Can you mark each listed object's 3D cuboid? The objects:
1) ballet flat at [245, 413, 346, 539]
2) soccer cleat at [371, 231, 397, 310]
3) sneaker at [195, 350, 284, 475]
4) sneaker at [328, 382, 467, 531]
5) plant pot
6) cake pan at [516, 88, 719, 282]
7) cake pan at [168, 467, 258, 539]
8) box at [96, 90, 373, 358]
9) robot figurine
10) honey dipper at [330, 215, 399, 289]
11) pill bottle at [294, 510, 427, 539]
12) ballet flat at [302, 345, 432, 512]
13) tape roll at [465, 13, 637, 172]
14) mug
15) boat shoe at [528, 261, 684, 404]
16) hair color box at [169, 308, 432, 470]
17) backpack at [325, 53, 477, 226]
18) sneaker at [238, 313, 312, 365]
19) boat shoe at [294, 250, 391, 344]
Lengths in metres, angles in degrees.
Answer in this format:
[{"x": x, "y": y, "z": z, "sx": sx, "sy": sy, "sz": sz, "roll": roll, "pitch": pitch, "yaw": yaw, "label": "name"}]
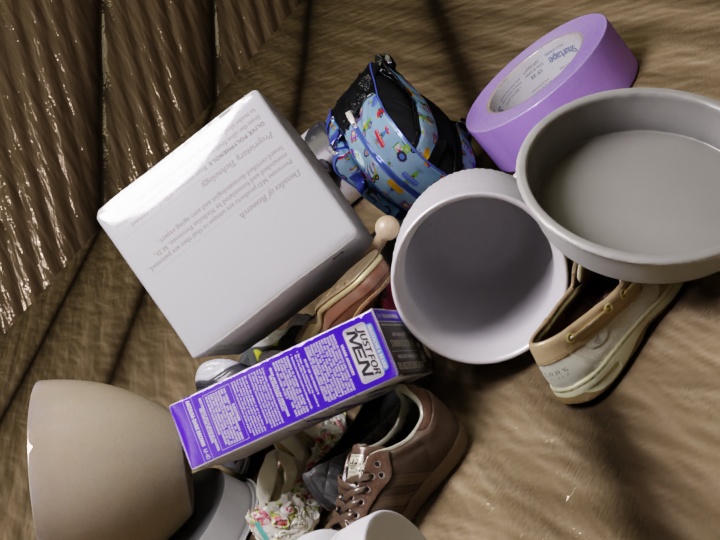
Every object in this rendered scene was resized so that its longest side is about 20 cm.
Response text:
[{"x": -0.057, "y": 0.177, "z": 1.044, "sx": 0.075, "sy": 0.064, "sz": 0.200, "roll": -34, "pitch": 20, "yaw": 25, "label": "ballet flat"}, {"x": 0.026, "y": 0.029, "z": 1.218, "sx": 0.087, "sy": 0.069, "sz": 0.200, "roll": -60, "pitch": 14, "yaw": 22, "label": "soccer cleat"}, {"x": -0.104, "y": 0.149, "z": 1.158, "sx": 0.199, "sy": 0.075, "sz": 0.115, "roll": -9, "pitch": 59, "yaw": 44, "label": "sneaker"}, {"x": 0.005, "y": 0.178, "z": 0.895, "sx": 0.070, "sy": 0.076, "sz": 0.200, "roll": -14, "pitch": 34, "yaw": 55, "label": "sneaker"}, {"x": -0.232, "y": 0.197, "z": 1.095, "sx": 0.133, "sy": 0.202, "sz": 0.200, "roll": -7, "pitch": 18, "yaw": -7, "label": "plant pot"}, {"x": 0.219, "y": -0.065, "z": 0.866, "sx": 0.198, "sy": 0.037, "sz": 0.201, "roll": -4, "pitch": 45, "yaw": 4, "label": "cake pan"}, {"x": -0.186, "y": 0.275, "z": 1.134, "sx": 0.200, "sy": 0.037, "sz": 0.201, "roll": -37, "pitch": 19, "yaw": 16, "label": "cake pan"}, {"x": -0.112, "y": -0.037, "z": 1.129, "sx": 0.200, "sy": 0.172, "sz": 0.199, "roll": -37, "pitch": -7, "yaw": 3, "label": "box"}, {"x": -0.064, "y": -0.134, "z": 1.636, "sx": 0.200, "sy": 0.150, "sz": 0.125, "roll": -40, "pitch": 54, "yaw": 6, "label": "robot figurine"}, {"x": 0.000, "y": 0.000, "z": 1.100, "sx": 0.038, "sy": 0.038, "sz": 0.200, "roll": -54, "pitch": -4, "yaw": -31, "label": "honey dipper"}, {"x": -0.042, "y": 0.249, "z": 0.779, "sx": 0.199, "sy": 0.113, "sz": 0.113, "roll": -33, "pitch": 21, "yaw": 25, "label": "pill bottle"}, {"x": 0.013, "y": 0.129, "z": 1.015, "sx": 0.066, "sy": 0.057, "sz": 0.201, "roll": -23, "pitch": 27, "yaw": 44, "label": "ballet flat"}, {"x": 0.219, "y": -0.206, "z": 1.313, "sx": 0.200, "sy": 0.066, "sz": 0.200, "roll": -38, "pitch": 19, "yaw": 16, "label": "tape roll"}, {"x": 0.121, "y": -0.036, "z": 1.000, "sx": 0.200, "sy": 0.147, "sz": 0.175, "roll": -50, "pitch": 6, "yaw": 16, "label": "mug"}, {"x": 0.198, "y": 0.009, "z": 0.882, "sx": 0.074, "sy": 0.066, "sz": 0.200, "roll": -14, "pitch": 34, "yaw": 55, "label": "boat shoe"}, {"x": -0.048, "y": 0.100, "z": 0.965, "sx": 0.199, "sy": 0.065, "sz": 0.109, "roll": -24, "pitch": -10, "yaw": 15, "label": "hair color box"}, {"x": 0.055, "y": -0.130, "z": 1.328, "sx": 0.135, "sy": 0.182, "sz": 0.201, "roll": -45, "pitch": 29, "yaw": 18, "label": "backpack"}, {"x": -0.076, "y": 0.107, "z": 1.249, "sx": 0.200, "sy": 0.074, "sz": 0.085, "roll": -22, "pitch": 41, "yaw": 56, "label": "sneaker"}, {"x": -0.003, "y": 0.043, "z": 1.055, "sx": 0.072, "sy": 0.068, "sz": 0.200, "roll": -45, "pitch": -4, "yaw": -26, "label": "boat shoe"}]
